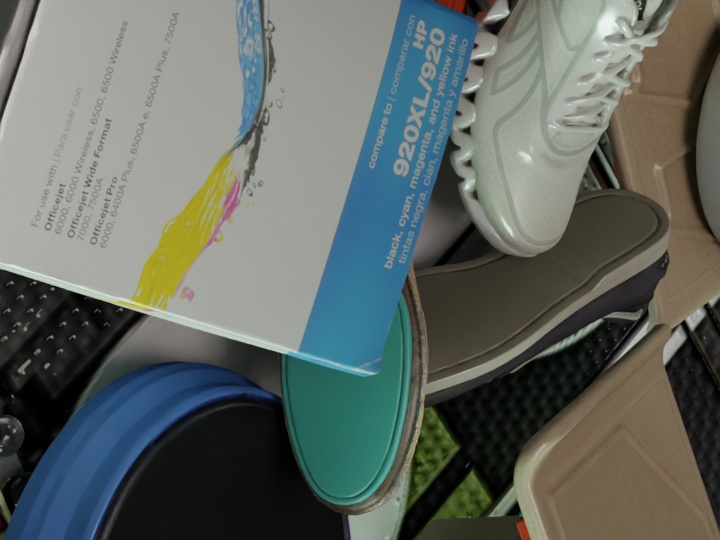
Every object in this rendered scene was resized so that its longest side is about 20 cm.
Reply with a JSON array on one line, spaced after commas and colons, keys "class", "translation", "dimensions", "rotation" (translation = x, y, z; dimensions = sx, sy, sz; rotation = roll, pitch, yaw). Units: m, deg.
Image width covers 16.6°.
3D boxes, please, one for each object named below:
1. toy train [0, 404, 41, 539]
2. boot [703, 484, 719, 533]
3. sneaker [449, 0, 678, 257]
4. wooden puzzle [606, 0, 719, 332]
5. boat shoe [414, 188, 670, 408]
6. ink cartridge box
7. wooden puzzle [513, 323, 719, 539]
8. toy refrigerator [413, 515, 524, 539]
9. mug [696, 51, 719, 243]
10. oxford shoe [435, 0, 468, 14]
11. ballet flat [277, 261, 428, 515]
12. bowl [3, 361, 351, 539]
[{"class": "toy train", "translation": [-0.153, 0.076, 0.972], "dimensions": [0.046, 0.034, 0.201], "rotation": [-28, 120, -18]}, {"class": "boot", "translation": [0.078, 0.183, 1.195], "dimensions": [0.199, 0.068, 0.190], "rotation": [8, 102, -33]}, {"class": "sneaker", "translation": [0.093, -0.101, 1.074], "dimensions": [0.075, 0.081, 0.202], "rotation": [-5, 108, -50]}, {"class": "wooden puzzle", "translation": [0.180, -0.093, 1.212], "dimensions": [0.185, 0.046, 0.201], "rotation": [-33, 125, -30]}, {"class": "boat shoe", "translation": [0.061, 0.031, 1.118], "dimensions": [0.199, 0.073, 0.063], "rotation": [-27, 136, -27]}, {"class": "ink cartridge box", "translation": [-0.088, -0.063, 0.914], "dimensions": [0.199, 0.147, 0.146], "rotation": [18, 89, -42]}, {"class": "wooden puzzle", "translation": [0.125, 0.143, 1.123], "dimensions": [0.185, 0.037, 0.202], "rotation": [-31, 109, -61]}, {"class": "toy refrigerator", "translation": [0.020, 0.193, 1.052], "dimensions": [0.200, 0.070, 0.076], "rotation": [-44, 116, -43]}, {"class": "mug", "translation": [0.258, -0.071, 1.153], "dimensions": [0.149, 0.153, 0.188], "rotation": [-31, 123, -31]}, {"class": "oxford shoe", "translation": [-0.003, -0.148, 1.031], "dimensions": [0.201, 0.072, 0.072], "rotation": [67, 34, -48]}, {"class": "ballet flat", "translation": [0.000, 0.000, 1.039], "dimensions": [0.067, 0.067, 0.202], "rotation": [1, 84, -69]}, {"class": "bowl", "translation": [-0.071, 0.139, 1.021], "dimensions": [0.200, 0.039, 0.203], "rotation": [-12, 105, -53]}]
